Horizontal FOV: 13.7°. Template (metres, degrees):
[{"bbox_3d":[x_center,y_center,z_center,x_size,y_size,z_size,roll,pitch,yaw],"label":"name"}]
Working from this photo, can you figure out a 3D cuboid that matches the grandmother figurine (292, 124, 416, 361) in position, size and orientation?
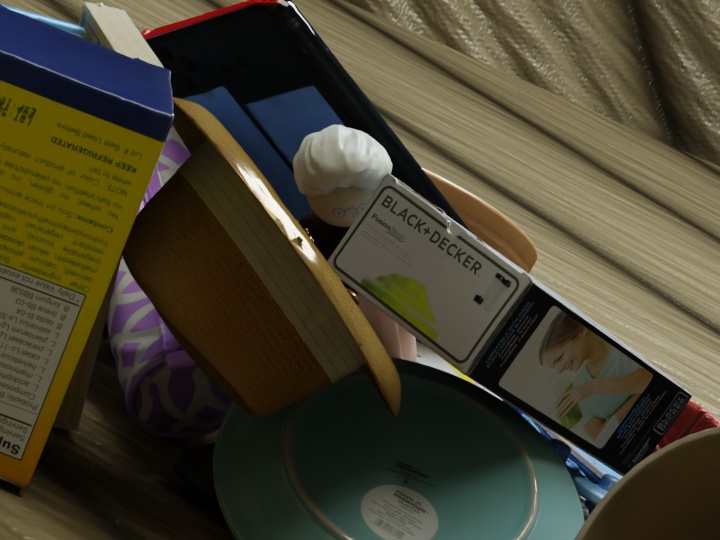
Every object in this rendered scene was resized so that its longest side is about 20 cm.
[{"bbox_3d":[0.000,0.000,1.634,0.121,0.201,0.061,-24,47,-14],"label":"grandmother figurine"}]

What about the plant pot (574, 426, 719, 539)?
[{"bbox_3d":[0.222,0.197,1.461,0.200,0.188,0.187,32,2,-46],"label":"plant pot"}]

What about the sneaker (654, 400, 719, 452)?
[{"bbox_3d":[0.260,0.164,1.918,0.115,0.078,0.200,24,21,-45],"label":"sneaker"}]

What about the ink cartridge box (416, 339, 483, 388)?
[{"bbox_3d":[0.019,0.076,1.788,0.117,0.068,0.199,33,14,34],"label":"ink cartridge box"}]

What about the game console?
[{"bbox_3d":[-0.038,-0.065,1.704,0.200,0.031,0.176,51,-28,-20],"label":"game console"}]

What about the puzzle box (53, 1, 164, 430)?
[{"bbox_3d":[-0.149,-0.032,1.600,0.025,0.201,0.133,11,15,-18],"label":"puzzle box"}]

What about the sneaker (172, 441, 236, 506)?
[{"bbox_3d":[-0.022,0.090,1.606,0.074,0.089,0.200,33,16,31],"label":"sneaker"}]

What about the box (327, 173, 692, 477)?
[{"bbox_3d":[0.080,0.032,1.588,0.116,0.060,0.200,38,2,35],"label":"box"}]

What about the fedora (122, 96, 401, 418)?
[{"bbox_3d":[-0.060,0.009,1.505,0.201,0.082,0.201,54,-4,6],"label":"fedora"}]

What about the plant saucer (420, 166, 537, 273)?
[{"bbox_3d":[0.010,-0.031,1.829,0.199,0.038,0.200,23,-11,4],"label":"plant saucer"}]

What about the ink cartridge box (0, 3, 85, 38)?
[{"bbox_3d":[-0.278,-0.089,1.621,0.146,0.147,0.199,12,2,-45],"label":"ink cartridge box"}]

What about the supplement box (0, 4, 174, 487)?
[{"bbox_3d":[-0.177,-0.016,1.469,0.108,0.201,0.110,21,12,-10],"label":"supplement box"}]

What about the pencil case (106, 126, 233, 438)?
[{"bbox_3d":[-0.107,-0.005,1.662,0.083,0.086,0.201,-9,55,-11],"label":"pencil case"}]

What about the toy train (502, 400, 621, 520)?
[{"bbox_3d":[0.116,0.141,1.672,0.114,0.087,0.200,27,7,-36],"label":"toy train"}]

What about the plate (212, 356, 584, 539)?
[{"bbox_3d":[0.023,0.108,1.535,0.199,0.026,0.201,12,41,-11],"label":"plate"}]
